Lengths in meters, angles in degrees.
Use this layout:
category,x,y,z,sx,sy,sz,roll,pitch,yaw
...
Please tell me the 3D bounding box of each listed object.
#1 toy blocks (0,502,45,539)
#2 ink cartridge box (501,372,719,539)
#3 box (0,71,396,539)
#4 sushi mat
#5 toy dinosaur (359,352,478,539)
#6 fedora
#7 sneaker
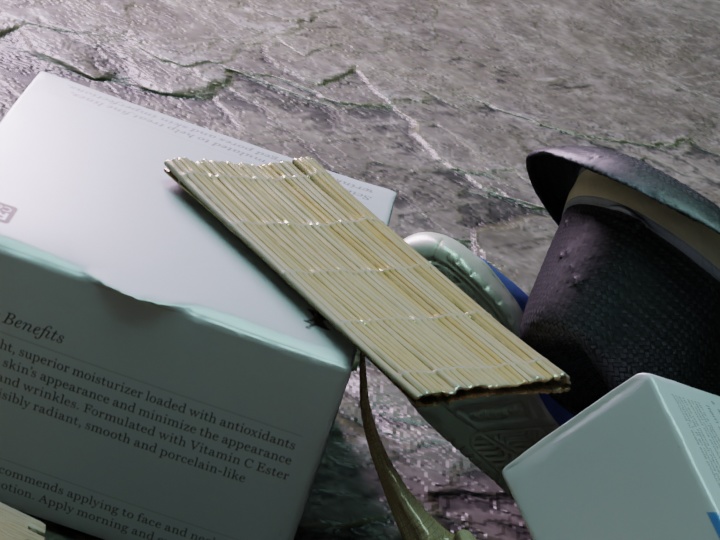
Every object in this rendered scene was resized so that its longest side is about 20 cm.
category,x,y,z,sx,sy,sz,roll,pitch,yaw
toy blocks,-0.139,0.153,0.818,0.136,0.100,0.200,28,23,-18
ink cartridge box,0.168,0.137,0.941,0.200,0.085,0.145,17,42,-52
box,-0.100,0.023,1.043,0.198,0.131,0.200,19,25,-1
sushi mat,0.000,0.000,0.993,0.095,0.012,0.200,-5,35,-42
toy dinosaur,0.041,0.135,0.942,0.200,0.058,0.101,53,2,-6
fedora,0.133,0.031,1.018,0.200,0.092,0.201,36,-11,8
sneaker,0.088,0.055,1.114,0.200,0.077,0.111,49,25,-4
